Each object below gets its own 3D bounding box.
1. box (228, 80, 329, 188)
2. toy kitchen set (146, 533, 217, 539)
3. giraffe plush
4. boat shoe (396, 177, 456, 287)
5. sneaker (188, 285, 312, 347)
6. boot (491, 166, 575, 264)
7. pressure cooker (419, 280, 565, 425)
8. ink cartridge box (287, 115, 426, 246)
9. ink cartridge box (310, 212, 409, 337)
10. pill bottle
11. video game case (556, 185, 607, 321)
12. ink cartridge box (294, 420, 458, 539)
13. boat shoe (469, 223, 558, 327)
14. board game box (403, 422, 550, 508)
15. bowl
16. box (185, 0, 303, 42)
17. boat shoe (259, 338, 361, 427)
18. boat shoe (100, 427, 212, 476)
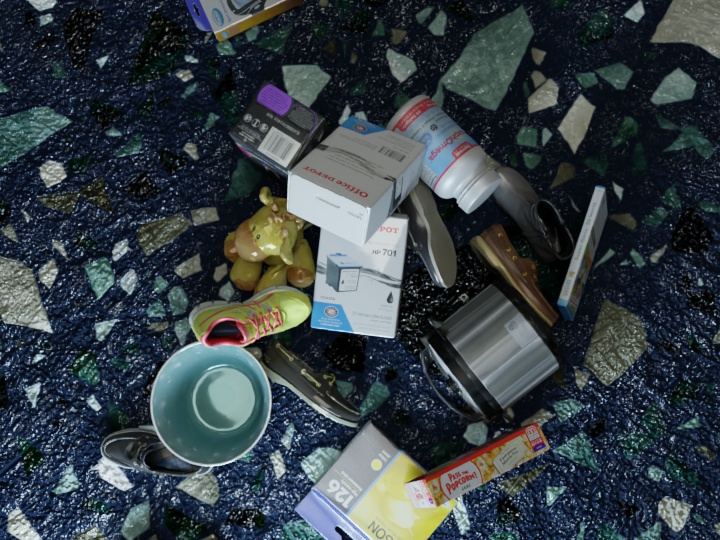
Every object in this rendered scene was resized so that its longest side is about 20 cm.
[{"bbox_3d":[-0.125,-0.210,1.170,0.122,0.200,0.106,33,86,7],"label":"box"},{"bbox_3d":[-0.292,0.524,1.097,0.163,0.180,0.200,-33,87,-3],"label":"toy kitchen set"},{"bbox_3d":[-0.147,-0.048,1.169,0.172,0.162,0.200,40,87,7],"label":"giraffe plush"},{"bbox_3d":[0.110,-0.061,1.221,0.063,0.073,0.201,-22,85,39],"label":"boat shoe"},{"bbox_3d":[-0.171,0.085,1.117,0.199,0.090,0.079,-13,115,-10],"label":"sneaker"},{"bbox_3d":[0.290,-0.104,1.170,0.070,0.132,0.200,-35,82,0],"label":"boot"},{"bbox_3d":[0.199,0.135,1.118,0.200,0.179,0.176,-39,41,1],"label":"pressure cooker"},{"bbox_3d":[-0.006,-0.148,1.116,0.144,0.084,0.200,26,47,16],"label":"ink cartridge box"},{"bbox_3d":[0.000,0.000,1.175,0.146,0.086,0.201,7,99,4],"label":"ink cartridge box"},{"bbox_3d":[0.142,-0.196,1.194,0.109,0.109,0.200,-43,78,-3],"label":"pill bottle"},{"bbox_3d":[0.369,-0.023,1.152,0.018,0.143,0.201,17,84,23],"label":"video game case"},{"bbox_3d":[0.024,0.392,1.167,0.197,0.047,0.200,40,84,5],"label":"ink cartridge box"},{"bbox_3d":[0.273,0.006,1.187,0.067,0.072,0.200,-38,80,0],"label":"boat shoe"},{"bbox_3d":[0.177,0.308,1.092,0.199,0.152,0.046,-22,75,-15],"label":"board game box"},{"bbox_3d":[-0.239,0.218,1.171,0.200,0.105,0.202,0,83,2],"label":"bowl"},{"bbox_3d":[-0.220,-0.513,1.295,0.199,0.041,0.120,-25,82,2],"label":"box"},{"bbox_3d":[-0.079,0.190,1.182,0.201,0.072,0.061,32,90,9],"label":"boat shoe"},{"bbox_3d":[-0.350,0.314,1.184,0.199,0.066,0.070,12,84,4],"label":"boat shoe"}]
